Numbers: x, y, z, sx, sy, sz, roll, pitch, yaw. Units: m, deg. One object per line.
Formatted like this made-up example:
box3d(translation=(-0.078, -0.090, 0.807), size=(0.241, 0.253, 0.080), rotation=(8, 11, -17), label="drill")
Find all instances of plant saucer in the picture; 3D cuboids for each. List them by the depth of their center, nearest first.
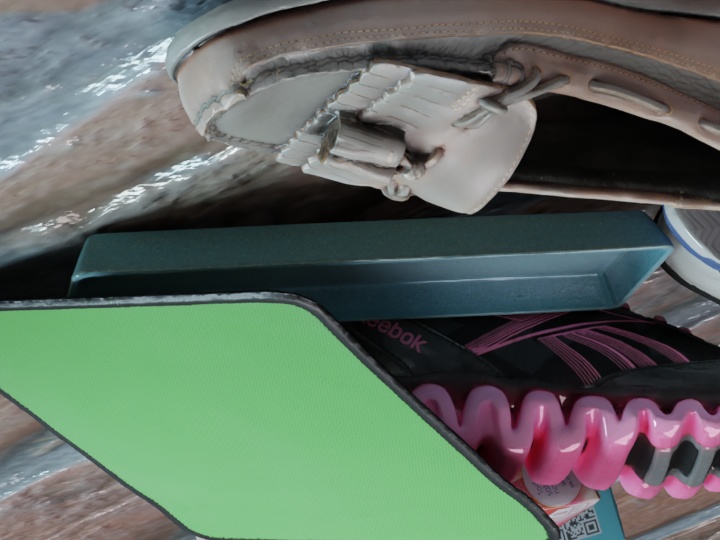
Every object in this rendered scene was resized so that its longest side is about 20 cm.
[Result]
box3d(translation=(0.000, 0.000, 0.937), size=(0.199, 0.019, 0.070), rotation=(-2, 163, -12), label="plant saucer")

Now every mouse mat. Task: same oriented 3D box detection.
box3d(translation=(-0.039, 0.053, 0.954), size=(0.160, 0.008, 0.200), rotation=(-2, 153, 31), label="mouse mat")

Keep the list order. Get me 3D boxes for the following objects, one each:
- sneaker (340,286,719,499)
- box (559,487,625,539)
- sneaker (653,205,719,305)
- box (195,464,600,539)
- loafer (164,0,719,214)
box3d(translation=(0.076, 0.029, 1.011), size=(0.199, 0.096, 0.079), rotation=(2, 154, -13), label="sneaker")
box3d(translation=(0.089, 0.118, 1.398), size=(0.049, 0.083, 0.200), rotation=(-15, 166, -4), label="box")
box3d(translation=(0.186, -0.026, 0.985), size=(0.198, 0.081, 0.115), rotation=(-5, 168, -11), label="sneaker")
box3d(translation=(0.005, 0.082, 1.149), size=(0.102, 0.095, 0.200), rotation=(-9, 164, -22), label="box")
box3d(translation=(0.042, -0.045, 0.773), size=(0.199, 0.063, 0.072), rotation=(-5, 162, -35), label="loafer")
